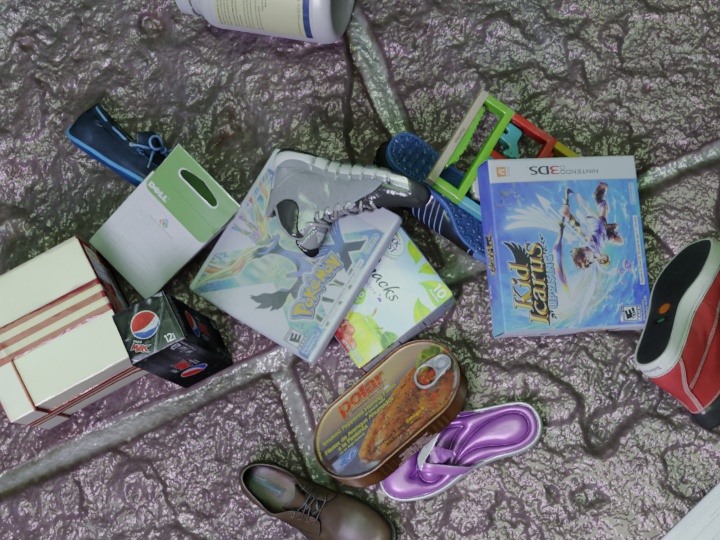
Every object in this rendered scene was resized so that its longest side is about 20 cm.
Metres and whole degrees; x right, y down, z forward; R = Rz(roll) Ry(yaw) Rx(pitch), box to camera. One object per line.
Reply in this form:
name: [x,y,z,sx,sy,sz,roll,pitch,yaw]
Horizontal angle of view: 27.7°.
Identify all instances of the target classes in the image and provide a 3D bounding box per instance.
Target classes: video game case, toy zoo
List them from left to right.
video game case: [-0.077,-0.019,1.715,0.182,0.022,0.200,30,85,19]
toy zoo: [0.189,-0.102,1.700,0.200,0.020,0.131,33,75,-7]
video game case: [0.232,-0.029,1.663,0.180,0.045,0.201,-3,81,-13]

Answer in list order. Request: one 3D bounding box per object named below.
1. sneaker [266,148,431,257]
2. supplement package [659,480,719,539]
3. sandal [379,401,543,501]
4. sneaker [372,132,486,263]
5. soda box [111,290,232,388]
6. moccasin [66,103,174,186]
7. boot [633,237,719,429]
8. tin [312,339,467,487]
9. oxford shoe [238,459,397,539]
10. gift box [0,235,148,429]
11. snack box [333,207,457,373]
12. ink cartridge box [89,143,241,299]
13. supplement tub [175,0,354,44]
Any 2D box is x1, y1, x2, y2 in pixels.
sneaker: [-0.020,-0.065,1.671,0.199,0.075,0.116,13,83,27]
supplement package: [0.425,0.329,1.559,0.110,0.114,0.200,-44,74,-2]
sandal: [0.110,0.199,1.676,0.202,0.050,0.083,-26,75,5]
sneaker: [0.097,-0.081,1.728,0.200,0.078,0.070,46,70,-6]
soda box: [-0.213,0.082,1.682,0.071,0.200,0.064,-26,74,4]
moccasin: [-0.274,-0.146,1.801,0.200,0.080,0.068,33,82,14]
boot: [0.392,0.074,1.646,0.144,0.072,0.200,42,56,-22]
tin: [0.035,0.165,1.685,0.200,0.042,0.112,-40,54,2]
oxford shoe: [-0.054,0.277,1.675,0.199,0.084,0.073,20,82,12]
gift box: [-0.370,0.071,1.728,0.186,0.185,0.200,-29,76,-2]
snack box: [0.000,0.000,1.733,0.142,0.053,0.200,-38,73,0]
ink cartridge box: [-0.221,-0.064,1.723,0.104,0.059,0.200,46,124,-3]
supplement tub: [-0.114,-0.360,1.778,0.199,0.145,0.146,11,81,12]
